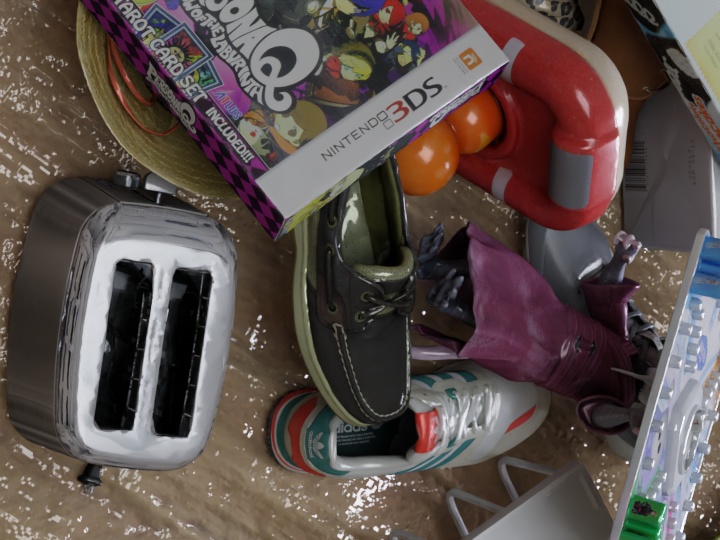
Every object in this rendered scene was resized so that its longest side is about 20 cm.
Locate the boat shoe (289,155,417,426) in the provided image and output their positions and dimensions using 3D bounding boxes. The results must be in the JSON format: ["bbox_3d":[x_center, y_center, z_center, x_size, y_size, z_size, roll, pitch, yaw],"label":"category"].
[{"bbox_3d":[0.001,-0.001,1.313,0.071,0.066,0.203,-20,106,-38],"label":"boat shoe"}]

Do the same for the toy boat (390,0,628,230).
[{"bbox_3d":[0.060,-0.092,1.355,0.130,0.199,0.131,-35,142,-31],"label":"toy boat"}]

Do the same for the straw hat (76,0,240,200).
[{"bbox_3d":[-0.109,-0.124,1.335,0.200,0.085,0.203,13,69,-36],"label":"straw hat"}]

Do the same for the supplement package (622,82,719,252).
[{"bbox_3d":[0.290,-0.079,1.496,0.198,0.120,0.123,-4,94,-23],"label":"supplement package"}]

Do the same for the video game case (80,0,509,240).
[{"bbox_3d":[-0.042,-0.144,1.261,0.181,0.036,0.200,-35,82,-27],"label":"video game case"}]

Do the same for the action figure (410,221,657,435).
[{"bbox_3d":[0.122,0.056,1.394,0.199,0.149,0.135,27,53,-19],"label":"action figure"}]

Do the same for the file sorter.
[{"bbox_3d":[0.069,0.227,1.422,0.199,0.124,0.140,-33,105,-18],"label":"file sorter"}]

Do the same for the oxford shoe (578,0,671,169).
[{"bbox_3d":[0.176,-0.132,1.425,0.071,0.071,0.201,-44,150,-39],"label":"oxford shoe"}]

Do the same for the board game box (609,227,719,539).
[{"bbox_3d":[0.200,0.102,1.335,0.026,0.200,0.202,13,73,18],"label":"board game box"}]

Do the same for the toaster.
[{"bbox_3d":[-0.143,0.041,1.315,0.113,0.129,0.202,10,90,-23],"label":"toaster"}]

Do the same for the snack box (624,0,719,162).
[{"bbox_3d":[0.239,-0.153,1.365,0.116,0.037,0.201,-44,119,-15],"label":"snack box"}]

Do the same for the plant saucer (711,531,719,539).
[{"bbox_3d":[0.279,0.270,1.558,0.200,0.048,0.200,-44,109,-14],"label":"plant saucer"}]

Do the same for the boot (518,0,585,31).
[{"bbox_3d":[0.159,-0.242,1.447,0.200,0.073,0.152,-26,134,-55],"label":"boot"}]

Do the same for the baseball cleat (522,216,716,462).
[{"bbox_3d":[0.180,0.040,1.466,0.070,0.106,0.201,-39,113,-30],"label":"baseball cleat"}]

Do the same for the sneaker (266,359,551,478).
[{"bbox_3d":[0.045,0.101,1.419,0.198,0.093,0.071,-6,96,-22],"label":"sneaker"}]
